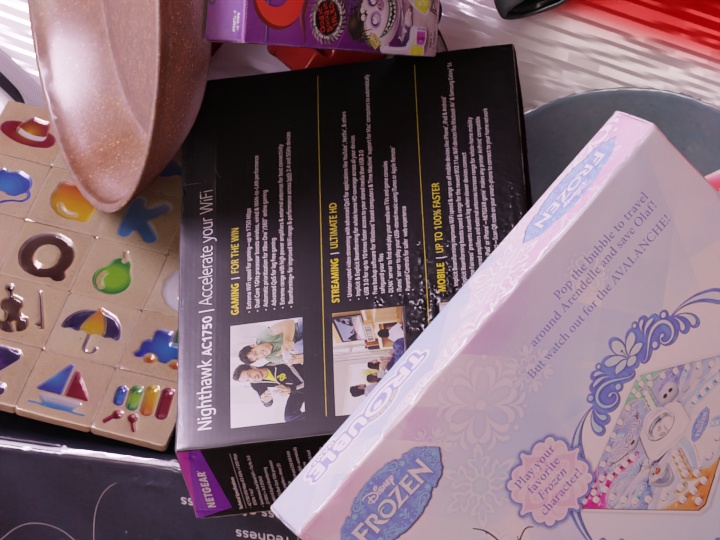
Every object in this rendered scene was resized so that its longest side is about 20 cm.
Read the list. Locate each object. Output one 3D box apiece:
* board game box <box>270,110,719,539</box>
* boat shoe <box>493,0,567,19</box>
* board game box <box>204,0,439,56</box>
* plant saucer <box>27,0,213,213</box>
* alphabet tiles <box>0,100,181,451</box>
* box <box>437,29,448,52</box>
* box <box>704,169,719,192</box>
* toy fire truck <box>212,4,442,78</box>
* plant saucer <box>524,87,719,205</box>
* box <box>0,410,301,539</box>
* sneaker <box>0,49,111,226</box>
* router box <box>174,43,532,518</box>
[{"bbox_3d":[0.103,0.080,1.029,0.199,0.043,0.200,43,86,-21],"label":"board game box"},{"bbox_3d":[0.146,-0.150,1.198,0.199,0.073,0.062,-5,81,23],"label":"boat shoe"},{"bbox_3d":[-0.008,-0.190,1.108,0.032,0.120,0.202,9,98,46],"label":"board game box"},{"bbox_3d":[-0.101,-0.126,1.148,0.036,0.200,0.202,-6,89,-22],"label":"plant saucer"},{"bbox_3d":[-0.100,-0.009,1.181,0.165,0.006,0.201,13,50,9],"label":"alphabet tiles"},{"bbox_3d":[-0.030,-0.016,1.248,0.199,0.032,0.122,-29,67,21],"label":"box"},{"bbox_3d":[0.224,-0.020,1.133,0.199,0.103,0.095,-24,83,-6],"label":"box"},{"bbox_3d":[-0.021,-0.147,1.231,0.200,0.049,0.141,-53,49,7],"label":"toy fire truck"},{"bbox_3d":[0.122,0.019,1.226,0.200,0.039,0.203,0,90,17],"label":"plant saucer"},{"bbox_3d":[-0.081,0.137,1.206,0.199,0.124,0.198,7,118,15],"label":"box"},{"bbox_3d":[-0.168,-0.023,1.280,0.200,0.073,0.112,44,111,32],"label":"sneaker"},{"bbox_3d":[0.000,0.000,1.123,0.148,0.051,0.201,-6,50,5],"label":"router box"}]
